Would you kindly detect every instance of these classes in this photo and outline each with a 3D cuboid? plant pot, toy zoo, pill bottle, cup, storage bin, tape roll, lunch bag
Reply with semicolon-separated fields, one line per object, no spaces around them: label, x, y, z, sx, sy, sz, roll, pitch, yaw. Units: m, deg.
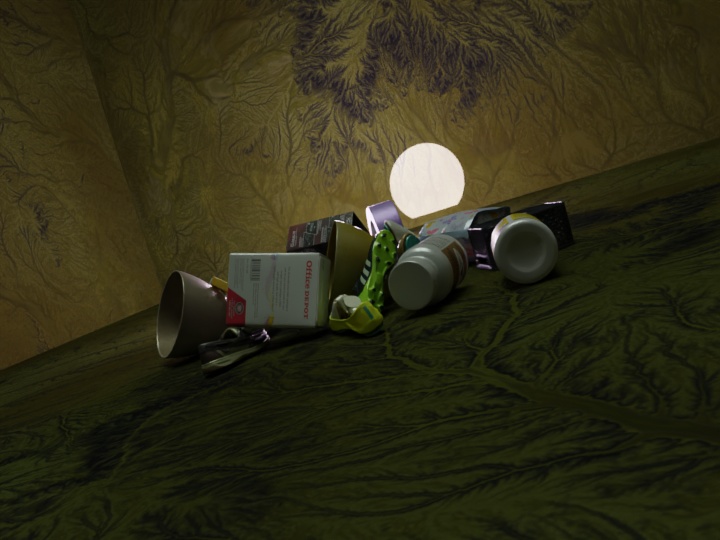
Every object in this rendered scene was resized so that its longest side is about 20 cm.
plant pot;0.000;0.000;1.477;0.139;0.205;0.200;6;3;-8
toy zoo;-0.276;0.065;1.610;0.197;0.021;0.131;23;-11;13
pill bottle;0.128;0.004;1.283;0.112;0.117;0.199;-14;7;26
cup;-0.384;0.111;1.597;0.141;0.205;0.199;10;-10;-31
storage bin;0.350;-0.077;1.488;0.196;0.096;0.135;-19;6;-8
tape roll;0.074;-0.073;1.731;0.064;0.204;0.200;-17;6;-4
pill bottle;0.299;-0.047;1.255;0.110;0.115;0.200;-16;6;11
lunch bag;0.262;-0.086;1.686;0.198;0.130;0.168;-9;1;-45

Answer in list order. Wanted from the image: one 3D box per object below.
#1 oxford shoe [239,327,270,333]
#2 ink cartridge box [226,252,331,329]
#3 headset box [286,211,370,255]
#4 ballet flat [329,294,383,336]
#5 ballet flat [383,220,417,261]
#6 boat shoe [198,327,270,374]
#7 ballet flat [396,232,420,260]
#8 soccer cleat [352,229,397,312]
oxford shoe;-0.245;0.127;1.579;0.057;0.076;0.199;27;-18;-15
ink cartridge box;-0.166;0.043;1.370;0.195;0.151;0.086;2;-7;14
headset box;-0.075;-0.054;1.644;0.196;0.079;0.149;-11;-34;24
ballet flat;-0.018;0.077;1.245;0.067;0.068;0.199;-39;14;-18
ballet flat;0.103;-0.047;1.510;0.068;0.202;0.070;-12;43;12
boat shoe;-0.249;0.145;1.348;0.072;0.066;0.200;-16;5;25
ballet flat;0.111;-0.021;1.440;0.062;0.070;0.200;10;-20;33
soccer cleat;0.023;0.008;1.361;0.080;0.067;0.203;-22;45;46
